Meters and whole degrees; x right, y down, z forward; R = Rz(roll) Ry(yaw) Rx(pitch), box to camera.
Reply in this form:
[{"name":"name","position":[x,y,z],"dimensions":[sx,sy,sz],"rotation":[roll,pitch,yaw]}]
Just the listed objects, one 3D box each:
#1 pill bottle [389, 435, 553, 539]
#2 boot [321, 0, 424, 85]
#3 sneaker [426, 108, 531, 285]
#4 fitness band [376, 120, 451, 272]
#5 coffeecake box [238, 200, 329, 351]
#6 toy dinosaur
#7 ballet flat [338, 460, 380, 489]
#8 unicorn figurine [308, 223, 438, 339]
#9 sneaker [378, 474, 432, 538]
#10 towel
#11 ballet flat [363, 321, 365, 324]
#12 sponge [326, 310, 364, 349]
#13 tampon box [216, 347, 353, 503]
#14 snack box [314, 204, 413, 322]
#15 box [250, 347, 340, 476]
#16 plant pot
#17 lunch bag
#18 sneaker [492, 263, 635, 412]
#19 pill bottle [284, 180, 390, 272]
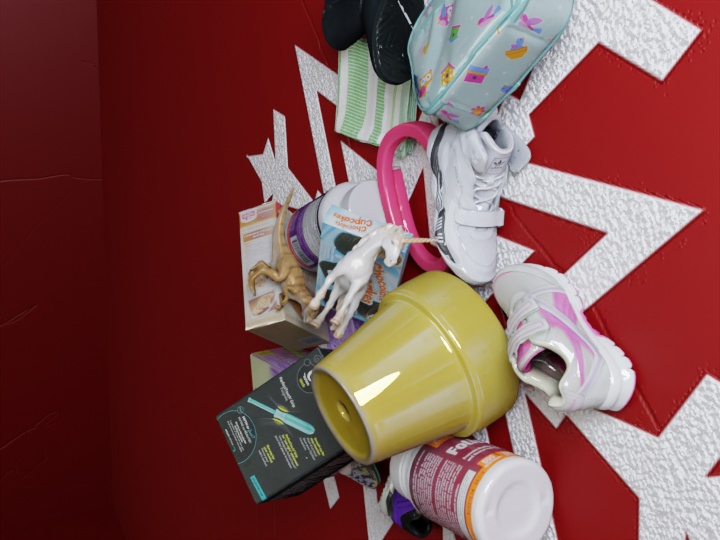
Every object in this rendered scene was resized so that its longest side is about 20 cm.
[{"name":"pill bottle","position":[0.127,0.261,0.957],"dimensions":[0.200,0.114,0.114],"rotation":[5,101,60]},{"name":"boot","position":[0.013,-0.322,1.045],"dimensions":[0.168,0.076,0.200],"rotation":[-12,73,58]},{"name":"sneaker","position":[0.137,-0.087,0.894],"dimensions":[0.115,0.075,0.200],"rotation":[-25,72,62]},{"name":"fitness band","position":[0.081,-0.093,1.019],"dimensions":[0.144,0.037,0.200],"rotation":[-11,94,58]},{"name":"coffeecake box","position":[-0.122,0.012,1.265],"dimensions":[0.073,0.153,0.200],"rotation":[-16,67,20]},{"name":"toy dinosaur","position":[-0.116,-0.008,1.157],"dimensions":[0.060,0.106,0.200],"rotation":[86,165,-78]},{"name":"ballet flat","position":[-0.045,0.272,1.260],"dimensions":[0.200,0.072,0.072],"rotation":[58,144,19]},{"name":"unicorn figurine","position":[-0.005,0.011,0.975],"dimensions":[0.074,0.137,0.200],"rotation":[37,163,-10]},{"name":"sneaker","position":[0.088,0.291,1.094],"dimensions":[0.100,0.069,0.200],"rotation":[38,133,43]},{"name":"towel","position":[0.019,-0.252,1.122],"dimensions":[0.200,0.023,0.153],"rotation":[33,124,54]},{"name":"ballet flat","position":[0.030,0.151,1.156],"dimensions":[0.071,0.071,0.200],"rotation":[-53,51,52]},{"name":"sponge","position":[-0.015,0.159,1.276],"dimensions":[0.112,0.030,0.200],"rotation":[-14,85,61]},{"name":"tampon box","position":[-0.080,0.232,1.177],"dimensions":[0.200,0.126,0.150],"rotation":[-35,70,15]},{"name":"snack box","position":[0.000,0.000,1.084],"dimensions":[0.200,0.116,0.037],"rotation":[100,-167,-55]},{"name":"box","position":[-0.115,0.254,1.412],"dimensions":[0.176,0.097,0.200],"rotation":[11,108,60]},{"name":"plant pot","position":[0.052,0.127,0.933],"dimensions":[0.201,0.189,0.201],"rotation":[45,149,36]},{"name":"lunch bag","position":[0.124,-0.259,0.830],"dimensions":[0.200,0.077,0.161],"rotation":[-46,41,43]},{"name":"sneaker","position":[0.192,0.066,0.819],"dimensions":[0.200,0.088,0.081],"rotation":[55,141,40]},{"name":"pill bottle","position":[-0.026,-0.067,1.156],"dimensions":[0.200,0.111,0.112],"rotation":[-20,79,60]}]
